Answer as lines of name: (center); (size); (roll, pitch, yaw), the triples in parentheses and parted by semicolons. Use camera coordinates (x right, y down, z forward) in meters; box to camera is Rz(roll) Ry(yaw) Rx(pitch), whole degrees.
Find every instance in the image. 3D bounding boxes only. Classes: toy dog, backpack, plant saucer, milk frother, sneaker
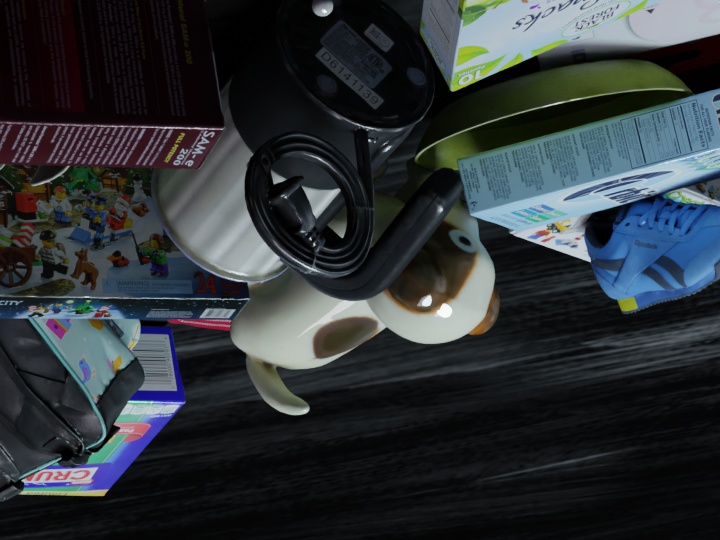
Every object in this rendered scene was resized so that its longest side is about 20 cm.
toy dog: (0.000, 0.000, 1.875); (0.199, 0.195, 0.139); (-3, 154, 34)
backpack: (-0.269, 0.042, 1.912); (0.175, 0.153, 0.200); (-25, 115, 33)
plant saucer: (0.132, -0.111, 1.841); (0.199, 0.031, 0.200); (-12, 172, -2)
milk frother: (-0.057, -0.053, 1.714); (0.200, 0.181, 0.188); (-24, 163, -44)
sneaker: (0.226, -0.024, 1.953); (0.066, 0.079, 0.200); (-37, -173, -26)

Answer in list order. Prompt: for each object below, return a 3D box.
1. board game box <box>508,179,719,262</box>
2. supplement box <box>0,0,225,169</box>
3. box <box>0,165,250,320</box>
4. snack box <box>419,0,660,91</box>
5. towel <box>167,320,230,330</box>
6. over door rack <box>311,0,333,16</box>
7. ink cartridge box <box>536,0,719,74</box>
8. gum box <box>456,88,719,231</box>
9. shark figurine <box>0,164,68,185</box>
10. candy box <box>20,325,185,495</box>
board game box: (0.223, -0.044, 2.079); (0.126, 0.035, 0.200); (-27, 151, 34)
supplement box: (-0.192, -0.125, 1.650); (0.199, 0.109, 0.061); (1, 154, -21)
box: (-0.182, -0.036, 1.812); (0.199, 0.137, 0.038); (1, 156, -23)
snack box: (0.137, -0.199, 1.623); (0.199, 0.053, 0.142); (-24, 160, -13)
towel: (-0.035, 0.011, 2.080); (0.199, 0.023, 0.145); (-21, 165, 23)
over door rack: (-0.018, -0.217, 1.569); (0.199, 0.067, 0.148); (5, 151, -31)
ink cartridge box: (0.201, -0.159, 1.805); (0.162, 0.057, 0.200); (-13, 151, 7)
gum box: (0.185, -0.078, 1.885); (0.199, 0.045, 0.170); (-14, 173, 14)
shark figurine: (-0.235, -0.101, 1.708); (0.214, 0.128, 0.090); (-26, 120, -25)
candy box: (-0.261, 0.117, 2.187); (0.169, 0.077, 0.200); (2, 154, -26)
